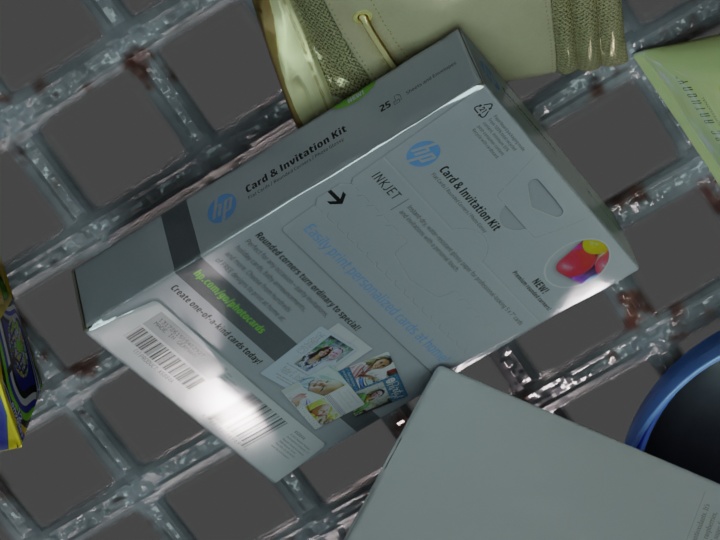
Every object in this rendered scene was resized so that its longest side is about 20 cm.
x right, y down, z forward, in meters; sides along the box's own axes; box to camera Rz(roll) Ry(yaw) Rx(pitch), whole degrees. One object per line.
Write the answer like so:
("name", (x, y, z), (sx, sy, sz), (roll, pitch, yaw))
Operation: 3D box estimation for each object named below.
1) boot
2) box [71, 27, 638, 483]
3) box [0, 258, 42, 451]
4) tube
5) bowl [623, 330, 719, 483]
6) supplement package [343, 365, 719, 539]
("boot", (0.024, -0.154, 0.890), (0.155, 0.073, 0.200), (-13, 119, 7))
("box", (0.000, 0.000, 0.946), (0.200, 0.041, 0.156), (-31, 138, 15))
("box", (-0.205, -0.014, 0.962), (0.070, 0.064, 0.200), (-12, 114, 6))
("tube", (0.209, -0.084, 0.900), (0.200, 0.052, 0.058), (-14, 78, 45))
("bowl", (0.217, 0.106, 1.029), (0.200, 0.039, 0.201), (0, 115, 0))
("supplement package", (0.093, 0.155, 0.963), (0.200, 0.121, 0.120), (23, 137, 9))
